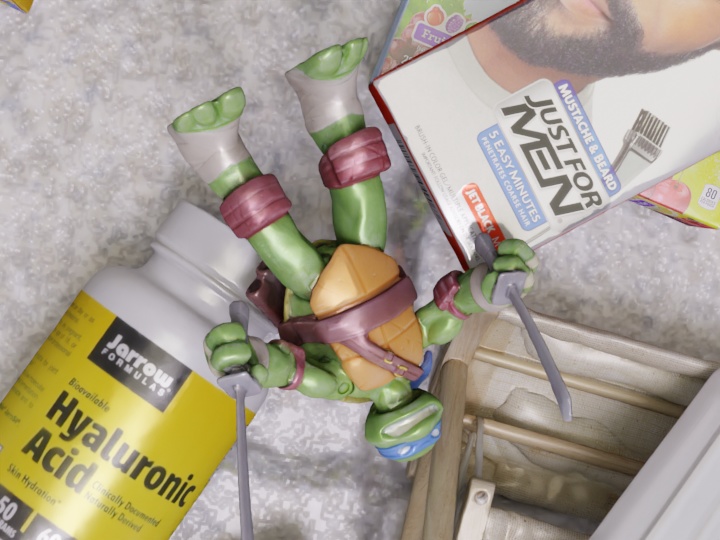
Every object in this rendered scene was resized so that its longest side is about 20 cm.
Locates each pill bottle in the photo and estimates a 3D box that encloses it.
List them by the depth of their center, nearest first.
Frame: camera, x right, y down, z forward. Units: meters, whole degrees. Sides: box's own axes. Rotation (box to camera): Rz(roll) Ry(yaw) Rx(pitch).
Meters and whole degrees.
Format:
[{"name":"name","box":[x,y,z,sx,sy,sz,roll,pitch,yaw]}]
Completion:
[{"name":"pill bottle","box":[-0.116,0.068,0.810,0.111,0.111,0.200,35,84,-5]}]

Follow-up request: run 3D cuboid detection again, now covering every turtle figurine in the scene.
[{"name":"turtle figurine","box":[0.000,0.000,0.710,0.144,0.200,0.195,-24,94,17]}]

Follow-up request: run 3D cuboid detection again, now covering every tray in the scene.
[{"name":"tray","box":[0.167,0.136,0.741,0.107,0.022,0.200,39,57,8]}]

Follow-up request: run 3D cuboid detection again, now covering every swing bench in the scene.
[{"name":"swing bench","box":[0.123,0.140,0.816,0.198,0.130,0.201,16,56,-4]}]

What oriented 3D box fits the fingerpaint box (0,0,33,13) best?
[{"name":"fingerpaint box","box":[-0.235,-0.249,0.810,0.199,0.073,0.167,23,90,-5]}]

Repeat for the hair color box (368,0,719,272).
[{"name":"hair color box","box":[0.116,-0.091,0.784,0.199,0.064,0.111,-29,96,0]}]

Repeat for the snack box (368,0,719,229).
[{"name":"snack box","box":[0.126,-0.137,0.846,0.199,0.068,0.169,23,92,-6]}]
